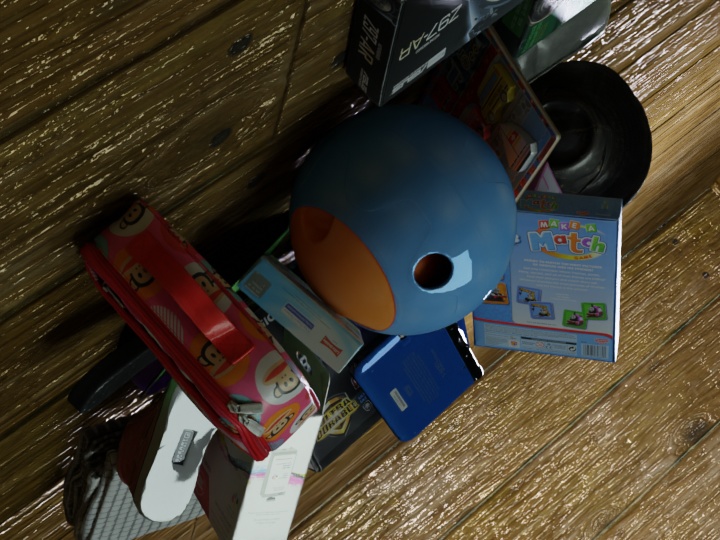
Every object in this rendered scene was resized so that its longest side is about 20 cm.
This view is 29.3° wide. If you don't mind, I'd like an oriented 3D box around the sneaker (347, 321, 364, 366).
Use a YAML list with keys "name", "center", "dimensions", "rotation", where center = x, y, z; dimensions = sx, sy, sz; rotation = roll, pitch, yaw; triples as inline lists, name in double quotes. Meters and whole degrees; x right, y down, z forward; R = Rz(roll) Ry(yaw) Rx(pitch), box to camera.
- name: "sneaker"
  center: [0.000, 0.000, 1.410]
  dimensions: [0.087, 0.074, 0.201]
  rotation: [25, 94, -45]

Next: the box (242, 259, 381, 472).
- name: "box"
  center: [-0.026, 0.076, 1.468]
  dimensions: [0.200, 0.199, 0.050]
  rotation: [-38, -151, -27]

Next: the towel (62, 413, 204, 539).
- name: "towel"
  center: [-0.227, 0.210, 1.476]
  dimensions: [0.165, 0.086, 0.200]
  rotation: [-12, 149, -28]

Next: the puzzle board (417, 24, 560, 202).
- name: "puzzle board"
  center: [0.103, -0.124, 1.266]
  dimensions: [0.017, 0.151, 0.200]
  rotation: [-17, 157, -27]

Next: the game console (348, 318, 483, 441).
- name: "game console"
  center: [0.050, 0.055, 1.433]
  dimensions: [0.171, 0.118, 0.200]
  rotation: [-42, 147, -6]

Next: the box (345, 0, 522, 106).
- name: "box"
  center: [0.081, -0.232, 1.070]
  dimensions: [0.200, 0.044, 0.160]
  rotation: [-38, 167, -19]

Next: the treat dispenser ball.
- name: "treat dispenser ball"
  center: [0.036, -0.044, 1.202]
  dimensions: [0.201, 0.201, 0.201]
  rotation: [-39, 167, -11]

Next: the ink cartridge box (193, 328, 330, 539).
- name: "ink cartridge box"
  center: [-0.100, 0.159, 1.347]
  dimensions: [0.067, 0.116, 0.201]
  rotation: [3, 116, -30]

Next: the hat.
- name: "hat"
  center: [0.198, -0.129, 1.437]
  dimensions: [0.201, 0.201, 0.081]
  rotation: [-46, 163, 18]

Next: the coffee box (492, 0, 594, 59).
- name: "coffee box"
  center: [0.213, -0.290, 1.275]
  dimensions: [0.200, 0.044, 0.123]
  rotation: [-37, 167, -20]

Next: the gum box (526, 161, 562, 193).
- name: "gum box"
  center: [0.168, -0.023, 1.448]
  dimensions: [0.113, 0.200, 0.066]
  rotation: [-3, -137, 34]

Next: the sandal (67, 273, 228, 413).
- name: "sandal"
  center: [-0.182, 0.046, 1.174]
  dimensions: [0.200, 0.048, 0.075]
  rotation: [-40, 173, -48]

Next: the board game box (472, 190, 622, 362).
- name: "board game box"
  center: [0.185, 0.006, 1.386]
  dimensions: [0.201, 0.151, 0.037]
  rotation: [81, 21, -44]

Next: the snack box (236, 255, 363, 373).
- name: "snack box"
  center: [-0.053, 0.036, 1.258]
  dimensions: [0.037, 0.116, 0.200]
  rotation: [-49, -179, 0]

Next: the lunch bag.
- name: "lunch bag"
  center: [-0.118, 0.043, 1.030]
  dimensions: [0.082, 0.200, 0.176]
  rotation: [-41, 165, -10]

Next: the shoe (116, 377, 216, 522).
- name: "shoe"
  center: [-0.176, 0.133, 1.321]
  dimensions: [0.071, 0.091, 0.201]
  rotation: [19, 97, -33]

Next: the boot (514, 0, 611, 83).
- name: "boot"
  center: [0.156, -0.198, 1.391]
  dimensions: [0.200, 0.073, 0.182]
  rotation: [-43, 171, -26]

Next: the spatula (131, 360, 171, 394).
- name: "spatula"
  center: [-0.197, 0.116, 1.447]
  dimensions: [0.056, 0.021, 0.200]
  rotation: [-31, 169, -4]

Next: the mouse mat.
- name: "mouse mat"
  center: [-0.128, 0.029, 1.287]
  dimensions: [0.161, 0.008, 0.200]
  rotation: [-49, -179, 28]
